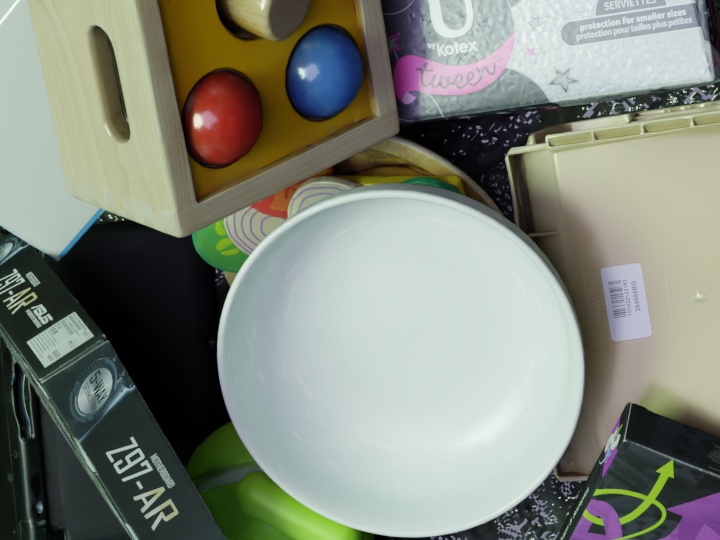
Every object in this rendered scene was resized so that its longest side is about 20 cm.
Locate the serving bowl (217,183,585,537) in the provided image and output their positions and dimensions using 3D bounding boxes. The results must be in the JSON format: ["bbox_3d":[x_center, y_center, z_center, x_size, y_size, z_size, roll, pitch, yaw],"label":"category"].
[{"bbox_3d":[0.026,0.041,1.386,0.199,0.066,0.201,3,111,9],"label":"serving bowl"}]

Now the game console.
[{"bbox_3d":[-0.183,0.070,1.586,0.175,0.116,0.202,2,98,48],"label":"game console"}]

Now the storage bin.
[{"bbox_3d":[0.197,0.009,1.411,0.197,0.094,0.201,-7,95,19],"label":"storage bin"}]

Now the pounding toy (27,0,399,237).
[{"bbox_3d":[-0.078,-0.135,1.303,0.142,0.184,0.201,19,127,46],"label":"pounding toy"}]

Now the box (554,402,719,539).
[{"bbox_3d":[0.176,0.174,1.409,0.142,0.036,0.201,20,131,-2],"label":"box"}]

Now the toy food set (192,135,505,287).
[{"bbox_3d":[0.000,0.000,1.458,0.199,0.049,0.199,1,127,24],"label":"toy food set"}]

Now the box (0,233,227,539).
[{"bbox_3d":[-0.148,0.079,1.420,0.043,0.200,0.161,-32,115,-8],"label":"box"}]

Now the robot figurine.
[{"bbox_3d":[-0.048,0.173,1.478,0.115,0.176,0.201,-3,66,-1],"label":"robot figurine"}]

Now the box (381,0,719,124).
[{"bbox_3d":[0.102,-0.155,1.409,0.199,0.115,0.133,-6,95,19],"label":"box"}]

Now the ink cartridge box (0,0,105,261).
[{"bbox_3d":[-0.195,-0.131,1.471,0.125,0.200,0.129,32,110,-31],"label":"ink cartridge box"}]
